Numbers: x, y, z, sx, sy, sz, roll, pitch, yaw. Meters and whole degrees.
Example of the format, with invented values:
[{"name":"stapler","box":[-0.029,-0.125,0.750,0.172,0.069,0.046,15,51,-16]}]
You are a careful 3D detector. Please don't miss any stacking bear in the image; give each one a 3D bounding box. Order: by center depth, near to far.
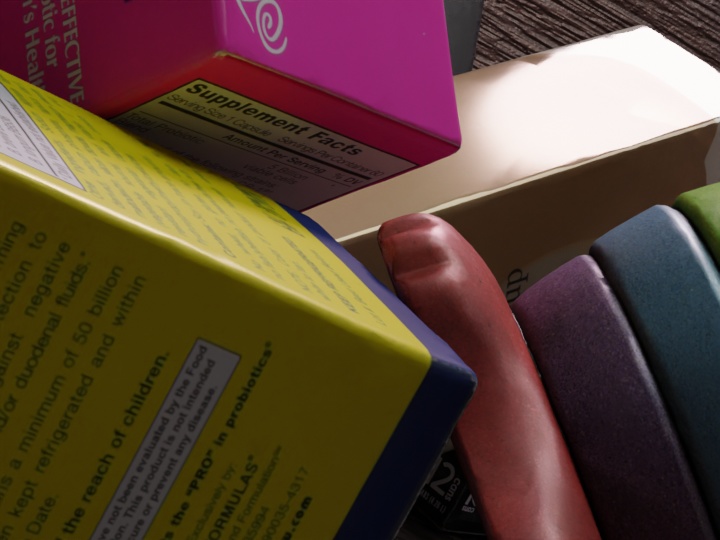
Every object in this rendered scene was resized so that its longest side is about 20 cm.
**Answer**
[{"name":"stacking bear","box":[0.121,0.020,0.526,0.114,0.199,0.122,64,4,-66]}]

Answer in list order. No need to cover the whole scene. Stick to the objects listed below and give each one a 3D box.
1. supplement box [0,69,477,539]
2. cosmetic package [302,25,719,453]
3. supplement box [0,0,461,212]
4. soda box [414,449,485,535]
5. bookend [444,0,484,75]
[{"name":"supplement box","box":[-0.096,0.015,0.458,0.199,0.110,0.109,25,9,-29]},{"name":"cosmetic package","box":[0.036,-0.004,0.723,0.199,0.106,0.071,-19,40,-30]},{"name":"supplement box","box":[-0.083,-0.059,0.596,0.199,0.102,0.103,-20,-22,33]},{"name":"soda box","box":[-0.002,0.022,0.848,0.200,0.071,0.063,36,11,36]},{"name":"bookend","box":[0.008,-0.163,1.805,0.092,0.200,0.200,26,-35,-21]}]
